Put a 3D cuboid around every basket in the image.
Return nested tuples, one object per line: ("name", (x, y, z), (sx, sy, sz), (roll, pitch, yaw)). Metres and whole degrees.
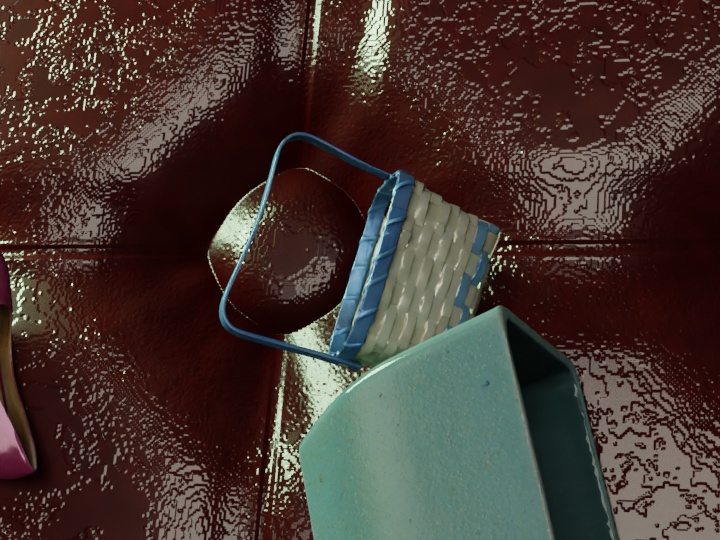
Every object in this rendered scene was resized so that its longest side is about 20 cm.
("basket", (0.000, 0.000, 1.331), (0.199, 0.139, 0.178), (23, 76, -10))

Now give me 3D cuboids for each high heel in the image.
("high heel", (-0.312, 0.081, 1.432), (0.095, 0.067, 0.202), (3, 77, 26))

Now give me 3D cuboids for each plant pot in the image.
("plant pot", (0.068, 0.169, 1.245), (0.199, 0.196, 0.198), (-19, 67, 19))
